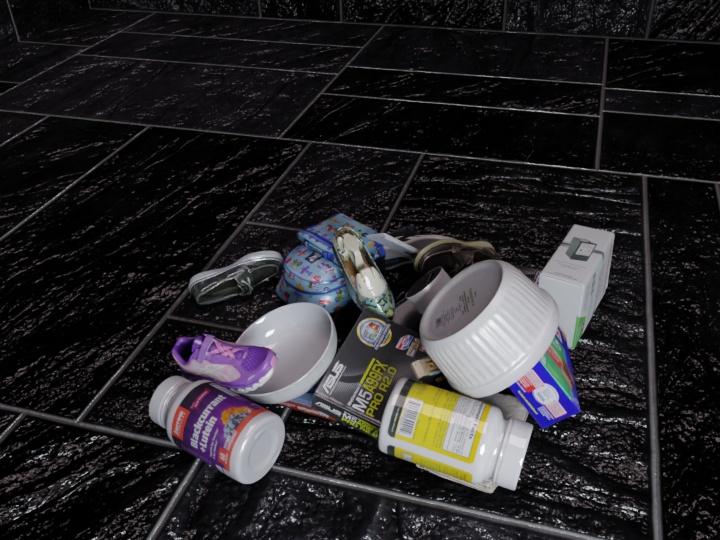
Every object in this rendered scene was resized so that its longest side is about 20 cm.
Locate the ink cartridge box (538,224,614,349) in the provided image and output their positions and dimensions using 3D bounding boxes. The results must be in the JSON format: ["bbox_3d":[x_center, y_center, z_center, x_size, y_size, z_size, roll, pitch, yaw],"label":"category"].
[{"bbox_3d":[0.400,0.026,1.362,0.084,0.146,0.200,16,38,27],"label":"ink cartridge box"}]

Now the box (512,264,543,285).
[{"bbox_3d":[0.255,0.052,1.417,0.193,0.048,0.200,10,36,24],"label":"box"}]

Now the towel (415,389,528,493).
[{"bbox_3d":[0.179,0.252,1.141,0.132,0.035,0.200,14,37,21],"label":"towel"}]

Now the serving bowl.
[{"bbox_3d":[-0.123,0.148,1.224,0.200,0.066,0.200,-19,37,15],"label":"serving bowl"}]

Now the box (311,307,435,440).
[{"bbox_3d":[0.034,0.173,1.193,0.160,0.044,0.200,26,49,8],"label":"box"}]

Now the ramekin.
[{"bbox_3d":[0.179,0.076,1.070,0.200,0.105,0.200,-40,20,17],"label":"ramekin"}]

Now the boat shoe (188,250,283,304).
[{"bbox_3d":[-0.246,0.024,1.479,0.200,0.072,0.071,-21,47,-9],"label":"boat shoe"}]

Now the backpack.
[{"bbox_3d":[-0.068,-0.005,1.443,0.200,0.135,0.183,-27,42,-30],"label":"backpack"}]

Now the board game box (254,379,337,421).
[{"bbox_3d":[-0.110,0.194,1.254,0.200,0.019,0.103,12,39,20],"label":"board game box"}]

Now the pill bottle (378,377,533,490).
[{"bbox_3d":[0.135,0.234,1.038,0.200,0.114,0.114,16,38,16],"label":"pill bottle"}]

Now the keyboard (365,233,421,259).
[{"bbox_3d":[0.101,-0.035,1.421,0.200,0.011,0.056,23,-10,-36],"label":"keyboard"}]

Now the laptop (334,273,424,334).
[{"bbox_3d":[0.079,0.107,1.341,0.187,0.116,0.200,-33,15,-17],"label":"laptop"}]

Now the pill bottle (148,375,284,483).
[{"bbox_3d":[-0.225,0.235,1.118,0.200,0.112,0.111,19,40,28],"label":"pill bottle"}]

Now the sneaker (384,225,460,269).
[{"bbox_3d":[0.130,-0.061,1.540,0.200,0.073,0.112,-4,30,23],"label":"sneaker"}]

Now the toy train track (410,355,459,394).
[{"bbox_3d":[0.107,0.150,1.121,0.033,0.115,0.200,-30,-13,15],"label":"toy train track"}]

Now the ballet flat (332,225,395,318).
[{"bbox_3d":[0.000,0.000,1.305,0.074,0.074,0.200,-19,58,-23],"label":"ballet flat"}]

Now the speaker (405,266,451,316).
[{"bbox_3d":[0.167,0.091,1.232,0.081,0.200,0.081,-39,10,8],"label":"speaker"}]

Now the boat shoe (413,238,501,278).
[{"bbox_3d":[0.194,-0.019,1.401,0.200,0.073,0.065,-9,34,-32],"label":"boat shoe"}]

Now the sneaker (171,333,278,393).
[{"bbox_3d":[-0.227,0.141,1.175,0.200,0.089,0.081,-3,43,30],"label":"sneaker"}]

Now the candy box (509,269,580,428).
[{"bbox_3d":[0.278,0.124,1.192,0.077,0.169,0.200,-31,24,23],"label":"candy box"}]
